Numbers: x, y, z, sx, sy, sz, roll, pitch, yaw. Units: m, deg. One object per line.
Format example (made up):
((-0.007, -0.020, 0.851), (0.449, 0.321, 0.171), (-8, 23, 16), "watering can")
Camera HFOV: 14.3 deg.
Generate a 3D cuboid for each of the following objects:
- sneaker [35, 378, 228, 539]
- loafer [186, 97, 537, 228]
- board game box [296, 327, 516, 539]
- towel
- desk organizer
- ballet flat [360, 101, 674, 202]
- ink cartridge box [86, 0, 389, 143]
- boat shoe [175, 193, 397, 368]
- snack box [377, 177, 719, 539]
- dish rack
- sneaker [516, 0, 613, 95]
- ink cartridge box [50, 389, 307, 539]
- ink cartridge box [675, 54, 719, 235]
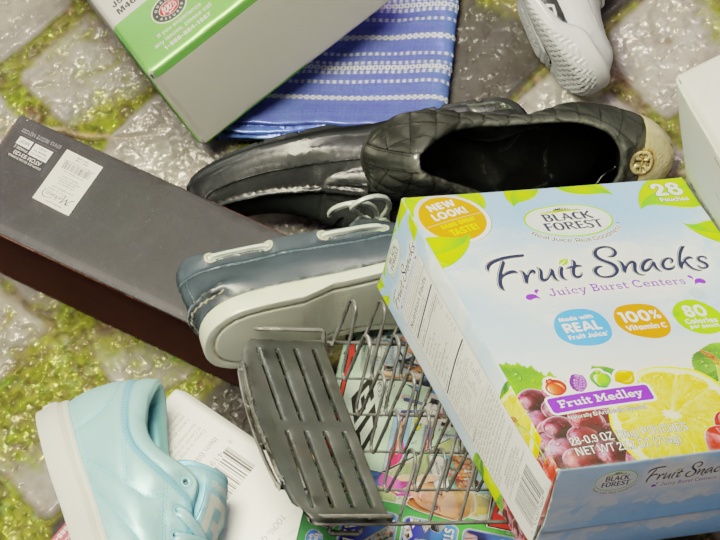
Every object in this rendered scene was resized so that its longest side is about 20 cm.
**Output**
((-0.100, 0.135, 1.450), (0.082, 0.074, 0.200), (-26, 62, 2), "sneaker")
((0.002, -0.048, 1.619), (0.200, 0.068, 0.070), (-10, 83, 3), "loafer")
((0.044, 0.102, 1.494), (0.134, 0.029, 0.200), (11, 39, 2), "board game box")
((-0.012, -0.164, 1.709), (0.145, 0.024, 0.200), (1, 64, 12), "towel")
((-0.122, -0.006, 1.620), (0.200, 0.077, 0.072), (24, 70, 22), "desk organizer")
((0.092, -0.056, 1.567), (0.200, 0.067, 0.057), (-3, 15, -31), "ballet flat")
((-0.099, -0.196, 1.686), (0.145, 0.084, 0.200), (-39, 54, -1), "ink cartridge box")
((0.000, 0.000, 1.532), (0.200, 0.075, 0.062), (-15, 56, -15), "boat shoe")
((0.123, 0.043, 1.426), (0.169, 0.068, 0.200), (-6, 42, -25), "snack box")
((0.041, 0.069, 1.458), (0.200, 0.055, 0.153), (1, 39, -22), "dish rack")
((0.134, -0.201, 1.667), (0.115, 0.075, 0.200), (-21, 62, 0), "sneaker")
((-0.057, 0.180, 1.507), (0.200, 0.085, 0.146), (32, 74, 26), "ink cartridge box")
((0.263, -0.029, 1.480), (0.147, 0.200, 0.145), (-26, 63, -3), "ink cartridge box")
